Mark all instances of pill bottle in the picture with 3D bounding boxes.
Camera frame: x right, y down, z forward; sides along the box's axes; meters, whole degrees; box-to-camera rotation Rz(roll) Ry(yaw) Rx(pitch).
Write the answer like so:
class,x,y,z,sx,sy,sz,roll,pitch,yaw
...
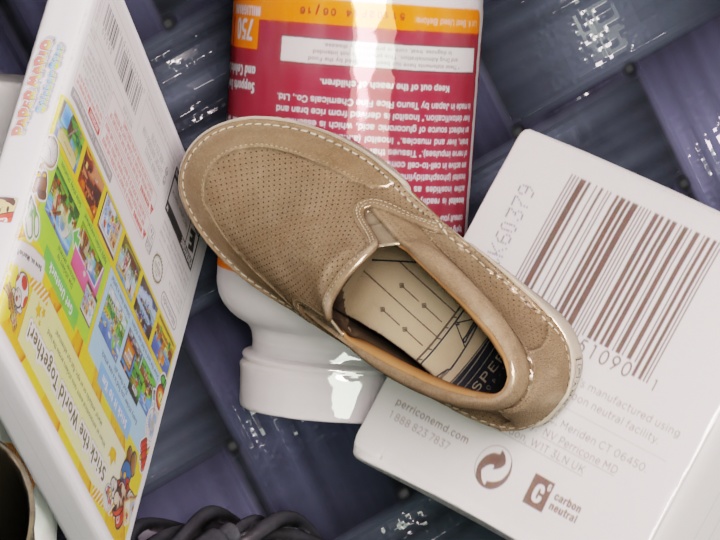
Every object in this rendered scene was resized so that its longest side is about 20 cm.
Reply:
class,x,y,z,sx,sy,sz,roll,pitch,yaw
pill bottle,-0.006,-0.036,1.336,0.113,0.113,0.201,2,95,-16

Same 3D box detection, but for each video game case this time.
class,x,y,z,sx,sy,sz,roll,pitch,yaw
video game case,-0.112,0.000,1.247,0.023,0.200,0.183,4,58,14

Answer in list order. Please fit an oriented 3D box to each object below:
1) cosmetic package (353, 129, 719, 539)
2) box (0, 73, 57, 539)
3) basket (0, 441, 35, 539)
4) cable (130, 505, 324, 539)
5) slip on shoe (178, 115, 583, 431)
class,x,y,z,sx,sy,sz,roll,pitch,yaw
cosmetic package,0.139,0.067,1.321,0.200,0.165,0.165,31,87,-50
box,-0.192,0.013,1.298,0.124,0.097,0.201,4,95,-16
basket,-0.190,0.193,1.227,0.180,0.136,0.200,-49,145,-36
cable,-0.042,0.149,1.317,0.199,0.163,0.051,10,114,-26
slip on shoe,0.000,0.000,1.240,0.200,0.061,0.076,38,106,19
